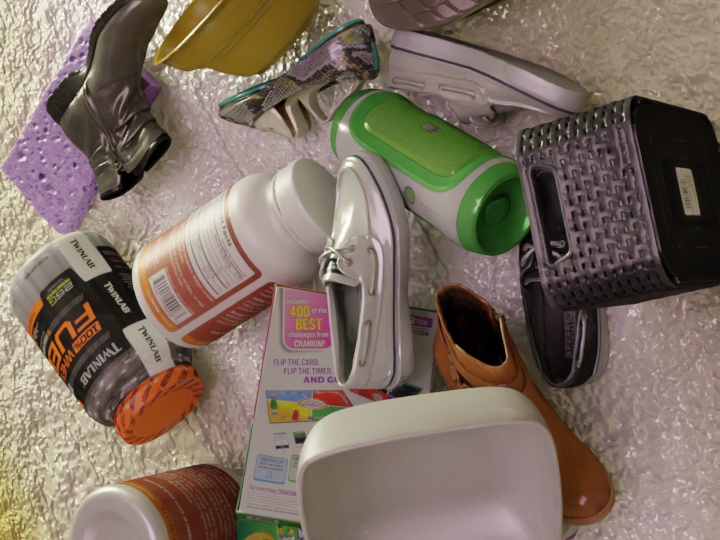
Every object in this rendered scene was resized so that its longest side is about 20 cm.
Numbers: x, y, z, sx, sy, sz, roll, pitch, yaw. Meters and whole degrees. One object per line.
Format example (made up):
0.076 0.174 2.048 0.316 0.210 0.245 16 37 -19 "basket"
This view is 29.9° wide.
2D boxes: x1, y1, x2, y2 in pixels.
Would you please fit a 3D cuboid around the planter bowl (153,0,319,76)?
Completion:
-0.096 -0.241 1.242 0.083 0.201 0.200 40 117 -17 "planter bowl"

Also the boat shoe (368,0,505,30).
0.103 -0.252 1.152 0.199 0.073 0.075 -14 87 25 "boat shoe"

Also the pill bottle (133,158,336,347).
-0.107 -0.018 1.254 0.199 0.112 0.113 -31 75 28 "pill bottle"

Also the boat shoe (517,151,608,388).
0.162 -0.002 1.122 0.071 0.068 0.202 -4 89 31 "boat shoe"

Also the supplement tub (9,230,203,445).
-0.251 0.068 1.346 0.200 0.122 0.123 48 113 22 "supplement tub"

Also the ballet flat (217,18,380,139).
-0.057 -0.161 1.246 0.200 0.072 0.073 -24 78 41 "ballet flat"

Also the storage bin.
0.208 -0.047 1.015 0.093 0.199 0.136 -14 84 30 "storage bin"

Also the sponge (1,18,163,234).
-0.296 -0.150 1.424 0.112 0.030 0.201 44 111 22 "sponge"

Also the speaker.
0.060 -0.087 1.149 0.200 0.088 0.089 36 110 43 "speaker"

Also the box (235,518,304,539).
-0.039 0.309 1.229 0.117 0.048 0.202 -5 110 31 "box"

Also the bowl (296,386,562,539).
0.052 0.168 1.047 0.198 0.201 0.075 -10 40 0 "bowl"

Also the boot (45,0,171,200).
-0.222 -0.172 1.331 0.131 0.068 0.200 52 123 16 "boot"

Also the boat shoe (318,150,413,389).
0.000 0.000 1.119 0.073 0.066 0.202 -18 80 55 "boat shoe"

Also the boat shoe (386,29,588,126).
0.102 -0.155 1.156 0.199 0.072 0.066 23 107 30 "boat shoe"

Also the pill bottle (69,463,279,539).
-0.163 0.240 1.249 0.111 0.199 0.113 1 92 32 "pill bottle"

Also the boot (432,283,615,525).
0.130 0.105 1.090 0.076 0.156 0.200 -31 59 -10 "boot"

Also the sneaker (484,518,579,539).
0.091 0.204 1.164 0.199 0.075 0.101 -5 89 32 "sneaker"

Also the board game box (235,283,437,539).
-0.016 0.123 1.162 0.152 0.040 0.202 10 73 -1 "board game box"
